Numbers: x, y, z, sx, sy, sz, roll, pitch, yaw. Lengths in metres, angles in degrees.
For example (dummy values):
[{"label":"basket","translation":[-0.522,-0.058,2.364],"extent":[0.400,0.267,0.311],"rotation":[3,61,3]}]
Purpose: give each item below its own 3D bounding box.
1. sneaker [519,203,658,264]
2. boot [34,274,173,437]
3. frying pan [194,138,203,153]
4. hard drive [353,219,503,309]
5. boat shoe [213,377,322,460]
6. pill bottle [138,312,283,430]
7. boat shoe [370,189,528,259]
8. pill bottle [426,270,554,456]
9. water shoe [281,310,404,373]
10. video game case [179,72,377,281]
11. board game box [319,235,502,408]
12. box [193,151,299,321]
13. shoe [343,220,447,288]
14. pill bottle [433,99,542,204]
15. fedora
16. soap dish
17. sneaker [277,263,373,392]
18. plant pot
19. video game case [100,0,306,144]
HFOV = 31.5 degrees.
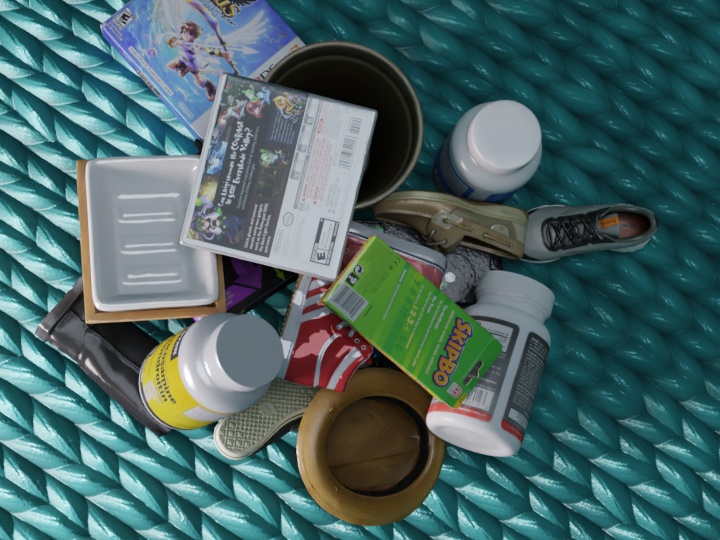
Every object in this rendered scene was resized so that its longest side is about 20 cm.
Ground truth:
[{"label":"sneaker","translation":[0.280,-0.054,1.615],"extent":[0.200,0.079,0.074],"rotation":[-7,85,-6]},{"label":"boot","translation":[-0.262,0.079,1.541],"extent":[0.200,0.066,0.165],"rotation":[39,74,-1]},{"label":"frying pan","translation":[-0.155,-0.087,1.519],"extent":[0.190,0.115,0.031],"rotation":[43,100,8]},{"label":"hard drive","translation":[0.079,0.010,1.604],"extent":[0.200,0.038,0.140],"rotation":[1,82,-7]},{"label":"boat shoe","translation":[-0.097,0.163,1.552],"extent":[0.200,0.062,0.075],"rotation":[-36,82,-25]},{"label":"pill bottle","translation":[-0.166,0.111,1.436],"extent":[0.112,0.200,0.112],"rotation":[10,70,-28]},{"label":"boat shoe","translation":[0.107,-0.054,1.561],"extent":[0.200,0.071,0.065],"rotation":[8,79,-6]},{"label":"pill bottle","translation":[0.160,0.109,1.517],"extent":[0.116,0.116,0.200],"rotation":[21,71,-3]},{"label":"water shoe","translation":[-0.004,0.105,1.547],"extent":[0.200,0.072,0.079],"rotation":[18,49,-9]},{"label":"video game case","translation":[-0.091,-0.105,1.435],"extent":[0.182,0.023,0.200],"rotation":[14,88,-3]},{"label":"board game box","translation":[0.060,0.060,1.437],"extent":[0.200,0.030,0.096],"rotation":[40,82,-9]},{"label":"box","translation":[-0.187,-0.035,1.553],"extent":[0.143,0.036,0.200],"rotation":[-35,79,-27]},{"label":"shoe","translation":[0.000,0.000,1.536],"extent":[0.200,0.071,0.091],"rotation":[17,71,-3]},{"label":"pill bottle","translation":[0.157,-0.141,1.551],"extent":[0.112,0.200,0.112],"rotation":[1,82,-7]},{"label":"fedora","translation":[0.004,0.209,1.532],"extent":[0.200,0.082,0.201],"rotation":[2,86,-27]},{"label":"soap dish","translation":[-0.242,-0.033,1.473],"extent":[0.157,0.081,0.200],"rotation":[-3,71,-12]},{"label":"sneaker","translation":[-0.025,0.042,1.476],"extent":[0.112,0.071,0.200],"rotation":[19,81,-1]},{"label":"plant pot","translation":[-0.032,-0.157,1.544],"extent":[0.200,0.174,0.200],"rotation":[1,83,-5]},{"label":"video game case","translation":[-0.193,-0.287,1.612],"extent":[0.181,0.045,0.200],"rotation":[-42,88,-11]}]
